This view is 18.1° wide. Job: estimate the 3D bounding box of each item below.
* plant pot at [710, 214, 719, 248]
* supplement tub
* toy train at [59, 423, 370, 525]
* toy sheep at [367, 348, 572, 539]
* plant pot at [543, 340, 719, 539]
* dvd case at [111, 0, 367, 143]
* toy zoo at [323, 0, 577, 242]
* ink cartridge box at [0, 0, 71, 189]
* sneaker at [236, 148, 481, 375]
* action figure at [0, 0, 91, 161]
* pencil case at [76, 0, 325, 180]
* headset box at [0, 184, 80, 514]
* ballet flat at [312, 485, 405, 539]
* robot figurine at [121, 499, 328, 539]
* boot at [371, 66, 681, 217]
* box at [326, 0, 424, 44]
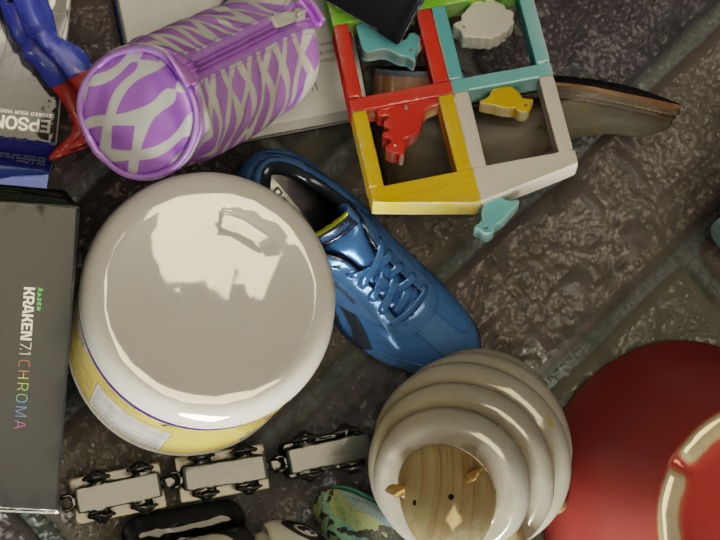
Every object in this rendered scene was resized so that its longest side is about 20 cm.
[{"bbox_3d":[0.348,-0.085,1.439,0.199,0.200,0.197,23,77,-9],"label":"plant pot"},{"bbox_3d":[-0.099,0.032,1.332,0.144,0.200,0.147,2,79,-10],"label":"supplement tub"},{"bbox_3d":[-0.091,0.128,1.422,0.198,0.046,0.034,-10,88,-12],"label":"toy train"},{"bbox_3d":[0.070,0.115,1.389,0.137,0.200,0.139,4,112,11],"label":"toy sheep"},{"bbox_3d":[0.225,0.146,1.413,0.199,0.177,0.202,0,89,-10],"label":"plant pot"},{"bbox_3d":[-0.084,-0.181,1.435,0.149,0.025,0.202,-11,92,-10],"label":"dvd case"},{"bbox_3d":[0.055,-0.112,1.396,0.130,0.020,0.201,-10,69,-6],"label":"toy zoo"},{"bbox_3d":[-0.231,-0.140,1.401,0.099,0.039,0.202,5,90,-11],"label":"ink cartridge box"},{"bbox_3d":[0.000,0.000,1.423,0.200,0.078,0.066,42,81,-9],"label":"sneaker"},{"bbox_3d":[-0.226,-0.158,1.345,0.098,0.065,0.201,-21,93,-27],"label":"action figure"},{"bbox_3d":[-0.088,-0.113,1.326,0.085,0.200,0.084,-30,96,28],"label":"pencil case"},{"bbox_3d":[-0.217,0.040,1.313,0.092,0.200,0.176,4,95,-10],"label":"headset box"},{"bbox_3d":[0.041,0.218,1.427,0.200,0.074,0.074,39,83,-6],"label":"ballet flat"},{"bbox_3d":[-0.097,0.224,1.379,0.198,0.125,0.151,-13,92,-10],"label":"robot figurine"},{"bbox_3d":[0.104,-0.078,1.452,0.198,0.075,0.098,4,99,0],"label":"boot"},{"bbox_3d":[0.016,-0.269,1.379,0.147,0.104,0.201,30,67,-1],"label":"box"}]
